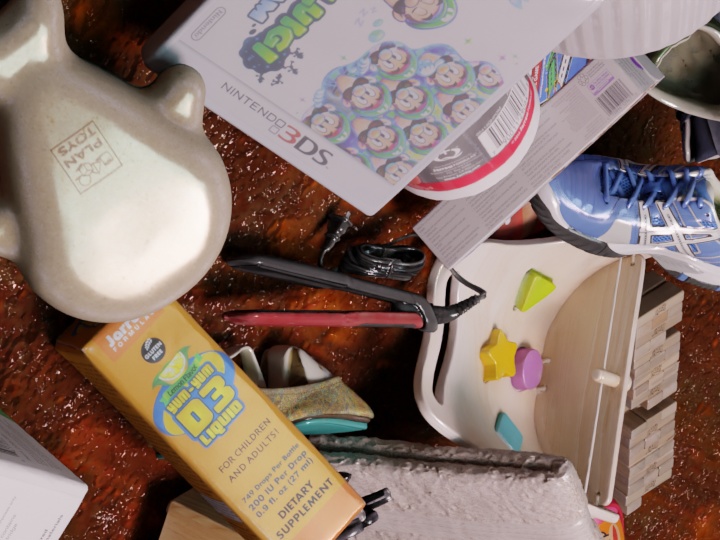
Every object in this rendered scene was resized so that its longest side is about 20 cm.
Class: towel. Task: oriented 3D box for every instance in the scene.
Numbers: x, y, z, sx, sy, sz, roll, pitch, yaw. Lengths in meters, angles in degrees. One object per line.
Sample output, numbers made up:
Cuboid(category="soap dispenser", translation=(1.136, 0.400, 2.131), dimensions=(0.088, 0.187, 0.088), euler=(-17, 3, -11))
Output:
Cuboid(category="towel", translation=(0.064, 0.162, 1.716), dimensions=(0.133, 0.199, 0.035), euler=(64, 35, -51))

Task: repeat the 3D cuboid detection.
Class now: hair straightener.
Cuboid(category="hair straightener", translation=(0.000, 0.000, 1.614), dimensions=(0.199, 0.041, 0.077), euler=(3, 86, -33))

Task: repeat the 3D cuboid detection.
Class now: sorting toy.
Cuboid(category="sorting toy", translation=(0.106, 0.059, 1.734), dimensions=(0.180, 0.106, 0.201), euler=(20, 76, -46))

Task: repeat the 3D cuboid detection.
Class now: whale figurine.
Cuboid(category="whale figurine", translation=(-0.159, -0.069, 1.383), dimensions=(0.159, 0.104, 0.200), euler=(-36, 117, -4))

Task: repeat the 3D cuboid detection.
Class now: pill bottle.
Cuboid(category="pill bottle", translation=(0.026, -0.136, 1.508), dimensions=(0.111, 0.111, 0.200), euler=(-50, 143, -8))

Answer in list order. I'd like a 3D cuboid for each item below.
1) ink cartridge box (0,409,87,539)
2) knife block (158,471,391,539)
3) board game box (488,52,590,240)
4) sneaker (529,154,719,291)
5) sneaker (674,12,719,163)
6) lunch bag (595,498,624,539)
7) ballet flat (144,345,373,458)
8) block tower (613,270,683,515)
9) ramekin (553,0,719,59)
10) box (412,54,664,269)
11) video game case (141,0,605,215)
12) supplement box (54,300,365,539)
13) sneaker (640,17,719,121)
Cuboid(category="ink cartridge box", translation=(-0.267, 0.095, 1.324), dimensions=(0.088, 0.145, 0.200), euler=(-57, 144, 4))
Cuboid(category="knife block", translation=(-0.052, 0.219, 1.626), dimensions=(0.064, 0.175, 0.201), euler=(-24, 137, -64))
Cuboid(category="board game box", translation=(0.116, -0.109, 1.706), dimensions=(0.103, 0.019, 0.201), euler=(-22, 132, -35))
Cuboid(category="sneaker", translation=(0.201, -0.050, 1.722), dimensions=(0.199, 0.076, 0.077), euler=(13, 142, -29))
Cuboid(category="sneaker", translation=(0.227, -0.157, 1.689), dimensions=(0.202, 0.077, 0.147), euler=(28, 53, -53))
Cuboid(category="lunch bag", translation=(0.125, 0.264, 1.951), dimensions=(0.176, 0.082, 0.201), euler=(-30, 135, -24))
Cuboid(category="ballet flat", translation=(-0.063, 0.080, 1.618), dimensions=(0.199, 0.071, 0.071), euler=(-4, 120, -49))
Cuboid(category="block tower", translation=(0.210, 0.092, 1.932), dimensions=(0.058, 0.054, 0.201), euler=(-28, 136, -31))
Cuboid(category="ramekin", translation=(0.149, -0.223, 1.517), dimensions=(0.200, 0.200, 0.105), euler=(-42, 152, -17))
Cuboid(category="box", translation=(0.112, -0.075, 1.603), dimensions=(0.200, 0.041, 0.039), euler=(-44, 176, 36))
Cuboid(category="video game case", translation=(0.008, -0.139, 1.403), dimensions=(0.182, 0.024, 0.200), euler=(33, 117, -31))
Cuboid(category="supplement box", translation=(-0.090, 0.092, 1.506), dimensions=(0.067, 0.069, 0.200), euler=(-47, 105, -12))
Cuboid(category="sneaker", translation=(0.179, -0.159, 1.597), dimensions=(0.200, 0.090, 0.067), euler=(31, 107, -17))
